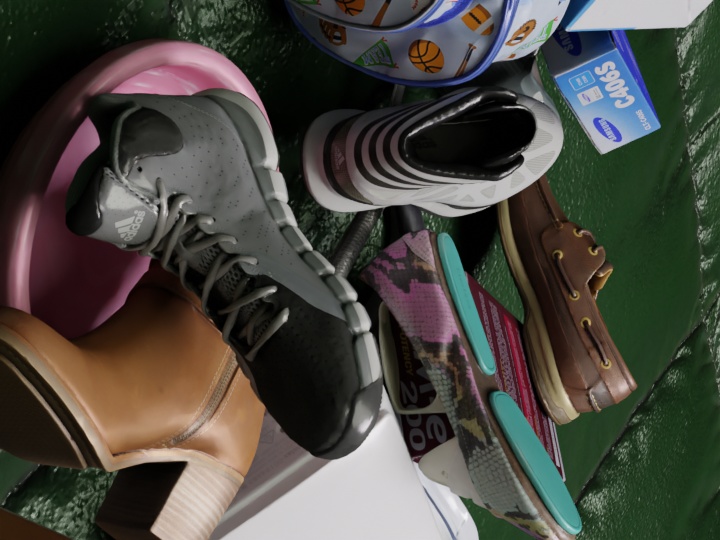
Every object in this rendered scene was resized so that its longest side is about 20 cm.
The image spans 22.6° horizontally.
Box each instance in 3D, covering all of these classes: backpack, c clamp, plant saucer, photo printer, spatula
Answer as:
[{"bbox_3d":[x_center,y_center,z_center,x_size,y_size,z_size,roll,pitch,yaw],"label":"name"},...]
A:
[{"bbox_3d":[0.034,-0.194,0.951,0.154,0.199,0.192,-30,132,-39],"label":"backpack"},{"bbox_3d":[0.000,0.000,1.080,0.200,0.027,0.172,-58,151,-49],"label":"c clamp"},{"bbox_3d":[-0.119,-0.019,0.910,0.200,0.051,0.202,-30,127,-49],"label":"plant saucer"},{"bbox_3d":[-0.034,0.166,1.052,0.166,0.069,0.201,-34,137,-13],"label":"photo printer"},{"bbox_3d":[0.024,-0.087,1.071,0.056,0.020,0.201,-11,96,-59],"label":"spatula"}]

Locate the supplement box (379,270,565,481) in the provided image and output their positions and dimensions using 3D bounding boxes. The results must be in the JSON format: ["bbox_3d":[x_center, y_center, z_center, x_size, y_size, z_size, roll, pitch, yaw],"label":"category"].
[{"bbox_3d":[0.076,0.079,1.163,0.200,0.061,0.110,39,38,-67],"label":"supplement box"}]

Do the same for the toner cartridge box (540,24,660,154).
[{"bbox_3d":[0.124,-0.179,1.110,0.095,0.043,0.201,45,26,-53],"label":"toner cartridge box"}]

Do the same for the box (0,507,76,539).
[{"bbox_3d":[-0.183,0.185,0.759,0.152,0.199,0.107,-44,137,-39],"label":"box"}]

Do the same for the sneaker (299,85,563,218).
[{"bbox_3d":[0.074,-0.067,1.020,0.200,0.115,0.076,-11,97,-44],"label":"sneaker"}]

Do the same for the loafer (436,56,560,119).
[{"bbox_3d":[0.078,-0.139,1.139,0.200,0.071,0.063,58,14,-61],"label":"loafer"}]

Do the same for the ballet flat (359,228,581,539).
[{"bbox_3d":[0.056,0.075,1.028,0.201,0.071,0.069,66,15,13],"label":"ballet flat"}]

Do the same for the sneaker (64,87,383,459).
[{"bbox_3d":[-0.074,0.000,0.803,0.115,0.201,0.075,5,138,-44],"label":"sneaker"}]

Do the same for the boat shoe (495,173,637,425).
[{"bbox_3d":[0.138,0.001,1.225,0.072,0.067,0.201,32,44,-69],"label":"boat shoe"}]

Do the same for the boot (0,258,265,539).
[{"bbox_3d":[-0.100,0.031,0.849,0.200,0.076,0.156,48,55,-41],"label":"boot"}]

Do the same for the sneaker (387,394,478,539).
[{"bbox_3d":[0.018,0.148,1.185,0.071,0.073,0.200,-40,138,-8],"label":"sneaker"}]

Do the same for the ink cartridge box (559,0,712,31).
[{"bbox_3d":[0.124,-0.237,1.041,0.116,0.201,0.068,-9,151,-43],"label":"ink cartridge box"}]
